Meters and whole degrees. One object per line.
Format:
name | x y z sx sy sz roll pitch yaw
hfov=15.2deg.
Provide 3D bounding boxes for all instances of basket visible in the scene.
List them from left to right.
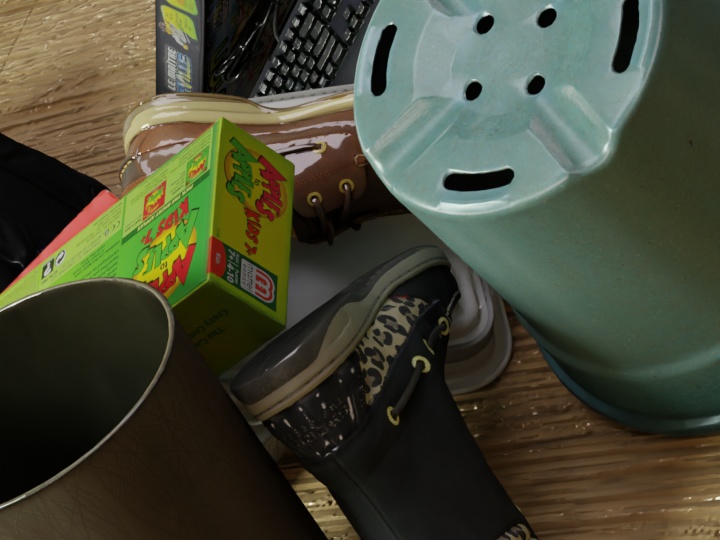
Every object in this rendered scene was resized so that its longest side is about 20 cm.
basket | -0.089 0.120 1.160 0.180 0.200 0.136 -7 42 46

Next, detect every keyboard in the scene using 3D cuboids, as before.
keyboard | -0.040 -0.116 1.474 0.200 0.021 0.127 -61 37 22

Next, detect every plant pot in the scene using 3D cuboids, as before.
plant pot | 0.109 -0.054 1.156 0.200 0.196 0.201 -15 61 29

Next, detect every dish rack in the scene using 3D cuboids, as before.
dish rack | -0.021 -0.020 1.344 0.171 0.044 0.200 -8 52 -5

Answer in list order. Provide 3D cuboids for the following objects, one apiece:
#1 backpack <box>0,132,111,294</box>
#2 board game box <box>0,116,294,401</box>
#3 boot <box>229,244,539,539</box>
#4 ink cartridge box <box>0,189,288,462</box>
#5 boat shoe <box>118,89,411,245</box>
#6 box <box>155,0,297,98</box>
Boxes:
backpack | -0.240 0.003 1.482 0.147 0.200 0.183 -51 23 21
board game box | -0.114 0.026 1.252 0.200 0.048 0.102 -36 36 34
boot | 0.029 0.077 1.190 0.073 0.154 0.204 -36 0 21
ink cartridge box | -0.130 0.063 1.350 0.173 0.044 0.200 37 69 16
boat shoe | -0.019 -0.042 1.293 0.199 0.072 0.068 0 57 9
box | -0.074 -0.147 1.560 0.035 0.200 0.110 32 64 13
